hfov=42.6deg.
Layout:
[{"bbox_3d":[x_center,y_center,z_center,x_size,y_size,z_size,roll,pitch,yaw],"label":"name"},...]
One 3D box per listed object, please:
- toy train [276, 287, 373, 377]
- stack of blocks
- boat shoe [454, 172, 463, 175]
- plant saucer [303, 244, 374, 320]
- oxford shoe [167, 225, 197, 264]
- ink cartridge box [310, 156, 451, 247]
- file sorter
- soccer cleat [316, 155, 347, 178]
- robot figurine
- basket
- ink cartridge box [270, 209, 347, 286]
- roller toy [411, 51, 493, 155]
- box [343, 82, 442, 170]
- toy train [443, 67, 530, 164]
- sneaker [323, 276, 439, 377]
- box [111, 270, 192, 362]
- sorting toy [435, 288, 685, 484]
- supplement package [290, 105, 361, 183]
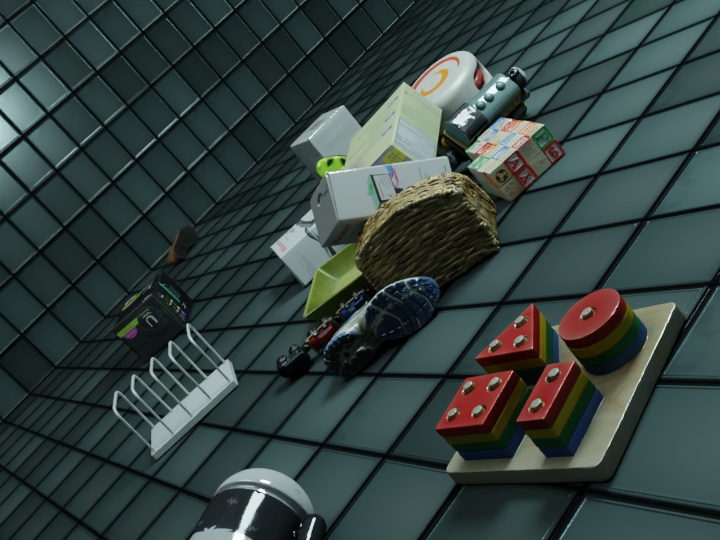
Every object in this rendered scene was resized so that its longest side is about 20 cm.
[{"bbox_3d":[-0.056,0.100,1.475,0.200,0.034,0.046,-42,24,5],"label":"toy train"},{"bbox_3d":[0.236,-0.184,1.505,0.115,0.059,0.200,-42,16,1],"label":"stack of blocks"},{"bbox_3d":[0.154,-0.137,1.574,0.066,0.070,0.200,-44,9,-2],"label":"boat shoe"},{"bbox_3d":[0.000,0.000,1.599,0.199,0.048,0.200,-36,17,18],"label":"plant saucer"},{"bbox_3d":[-0.634,-0.090,3.252,0.071,0.071,0.200,-38,17,31],"label":"oxford shoe"},{"bbox_3d":[0.034,-0.106,1.457,0.198,0.085,0.145,-9,-13,-16],"label":"ink cartridge box"},{"bbox_3d":[-0.346,0.217,1.707,0.200,0.125,0.139,-43,16,-2],"label":"file sorter"},{"bbox_3d":[0.004,-0.195,1.902,0.081,0.198,0.068,160,114,-77],"label":"soccer cleat"},{"bbox_3d":[-0.122,0.306,0.978,0.200,0.149,0.125,-65,-9,-52],"label":"robot figurine"},{"bbox_3d":[0.091,-0.062,1.378,0.199,0.143,0.149,-35,18,21],"label":"basket"},{"bbox_3d":[-0.080,-0.074,1.906,0.200,0.084,0.145,-43,17,-3],"label":"ink cartridge box"},{"bbox_3d":[0.189,-0.325,1.829,0.183,0.140,0.200,-50,25,-3],"label":"roller toy"},{"bbox_3d":[0.054,-0.211,1.699,0.176,0.096,0.201,-43,23,38],"label":"box"},{"bbox_3d":[0.227,-0.276,1.649,0.200,0.085,0.114,-44,-22,-13],"label":"toy train"},{"bbox_3d":[0.028,0.065,1.328,0.200,0.077,0.085,-36,13,17],"label":"sneaker"},{"bbox_3d":[-0.536,0.116,2.397,0.148,0.124,0.200,-40,17,9],"label":"box"},{"bbox_3d":[0.180,0.103,0.887,0.200,0.070,0.199,-20,27,53],"label":"sorting toy"},{"bbox_3d":[-0.034,-0.237,2.005,0.117,0.200,0.117,-47,17,-19],"label":"supplement package"}]
